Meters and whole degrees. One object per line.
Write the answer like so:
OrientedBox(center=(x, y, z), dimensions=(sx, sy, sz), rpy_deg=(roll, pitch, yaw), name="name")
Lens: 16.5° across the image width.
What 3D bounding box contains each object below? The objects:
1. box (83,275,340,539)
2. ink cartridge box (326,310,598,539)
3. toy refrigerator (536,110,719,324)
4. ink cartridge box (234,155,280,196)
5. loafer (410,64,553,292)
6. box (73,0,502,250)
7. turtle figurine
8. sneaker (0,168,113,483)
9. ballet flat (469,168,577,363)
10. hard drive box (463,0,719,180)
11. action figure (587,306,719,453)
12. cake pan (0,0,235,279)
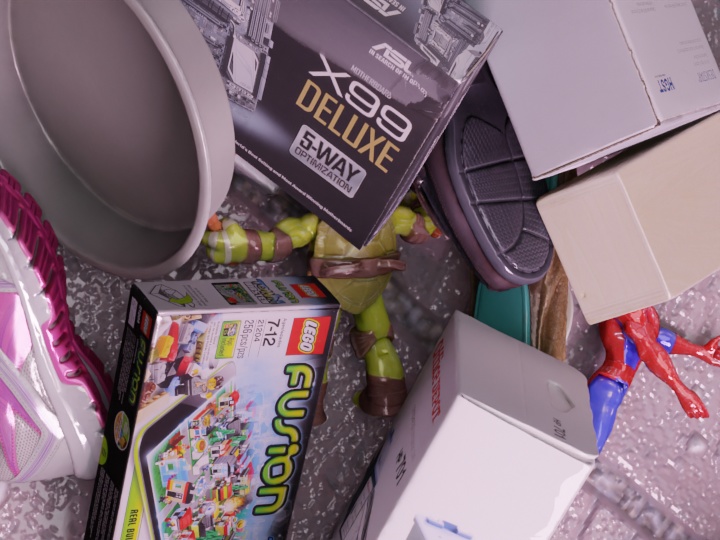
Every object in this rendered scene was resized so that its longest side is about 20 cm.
OrientedBox(center=(-0.084, 0.100, 1.328), dimensions=(0.109, 0.035, 0.201), rpy_deg=(-3, 119, -30), name="box")
OrientedBox(center=(0.040, 0.142, 1.325), dimensions=(0.085, 0.147, 0.201), rpy_deg=(26, 105, -5), name="ink cartridge box")
OrientedBox(center=(0.188, -0.044, 1.388), dimensions=(0.200, 0.070, 0.076), rpy_deg=(-29, 96, -44), name="toy refrigerator")
OrientedBox(center=(-0.100, -0.139, 1.389), dimensions=(0.200, 0.037, 0.095), rpy_deg=(38, 82, -12), name="ink cartridge box")
OrientedBox(center=(0.047, -0.077, 1.367), dimensions=(0.072, 0.063, 0.201), rpy_deg=(-6, 71, -44), name="loafer")
OrientedBox(center=(-0.041, -0.123, 1.284), dimensions=(0.200, 0.158, 0.050), rpy_deg=(37, 54, 3), name="box")
OrientedBox(center=(0.000, 0.000, 1.382), dimensions=(0.199, 0.064, 0.163), rpy_deg=(-9, 104, -38), name="turtle figurine")
OrientedBox(center=(-0.197, 0.031, 1.334), dimensions=(0.088, 0.081, 0.201), rpy_deg=(-20, 99, 5), name="sneaker")
OrientedBox(center=(0.098, -0.011, 1.414), dimensions=(0.067, 0.072, 0.202), rpy_deg=(2, 93, 33), name="ballet flat")
OrientedBox(center=(0.109, -0.160, 1.306), dimensions=(0.076, 0.156, 0.201), rpy_deg=(-23, 88, 23), name="hard drive box")
OrientedBox(center=(0.160, 0.088, 1.426), dimensions=(0.098, 0.065, 0.201), rpy_deg=(21, 86, -3), name="action figure")
OrientedBox(center=(-0.139, -0.092, 1.308), dimensions=(0.037, 0.200, 0.201), rpy_deg=(-34, 96, -36), name="cake pan")
